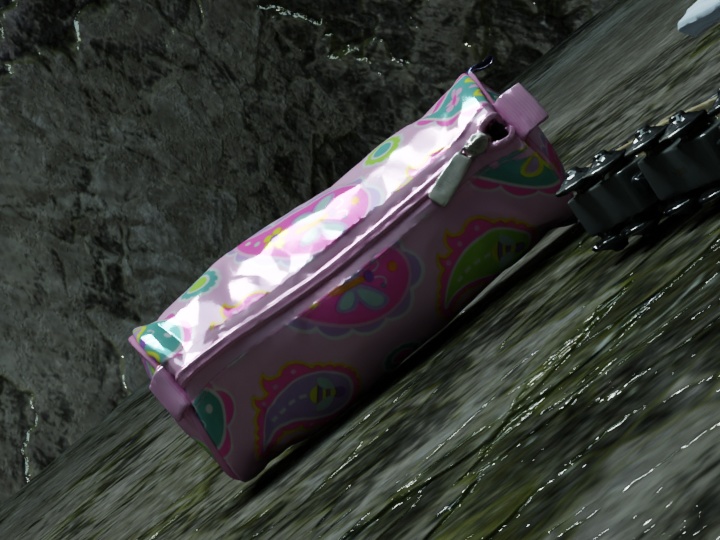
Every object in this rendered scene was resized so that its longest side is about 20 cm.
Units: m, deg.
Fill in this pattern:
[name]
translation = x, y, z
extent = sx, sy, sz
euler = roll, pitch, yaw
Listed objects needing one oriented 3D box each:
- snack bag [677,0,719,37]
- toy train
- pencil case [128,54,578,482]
[snack bag]
translation = 0.205, -0.157, 0.957
extent = 0.200, 0.021, 0.189
euler = -39, 4, -19
[toy train]
translation = 0.113, -0.041, 0.910
extent = 0.046, 0.034, 0.200
euler = -36, 2, -19
[pencil case]
translation = 0.000, 0.000, 1.184
extent = 0.200, 0.088, 0.087
euler = -38, 3, -1
